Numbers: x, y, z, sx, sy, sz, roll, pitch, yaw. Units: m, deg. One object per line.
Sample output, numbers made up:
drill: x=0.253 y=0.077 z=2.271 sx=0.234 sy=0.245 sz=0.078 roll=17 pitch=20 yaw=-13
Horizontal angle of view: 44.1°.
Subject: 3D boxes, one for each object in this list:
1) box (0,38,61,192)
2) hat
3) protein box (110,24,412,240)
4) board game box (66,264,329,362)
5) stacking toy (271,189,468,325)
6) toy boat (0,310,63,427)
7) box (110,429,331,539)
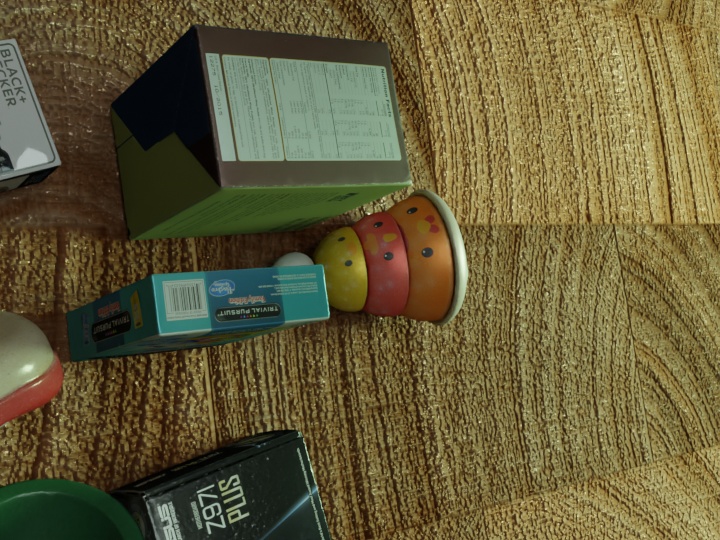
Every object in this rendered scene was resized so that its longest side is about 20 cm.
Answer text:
box: x=-0.359 y=-0.108 z=0.714 sx=0.199 sy=0.060 sz=0.118 roll=-21 pitch=93 yaw=-38
hat: x=-0.269 y=0.300 z=0.714 sx=0.164 sy=0.178 sz=0.201 roll=20 pitch=34 yaw=0
protein box: x=-0.095 y=-0.118 z=0.823 sx=0.198 sy=0.198 sz=0.137 roll=-5 pitch=83 yaw=-37
board game box: x=-0.143 y=0.039 z=0.753 sx=0.149 sy=0.199 sz=0.048 roll=-3 pitch=82 yaw=-36
stacking toy: x=0.000 y=0.000 z=0.931 sx=0.197 sy=0.146 sz=0.148 roll=-10 pitch=86 yaw=-21
toy boat: x=-0.317 y=0.122 z=0.674 sx=0.199 sy=0.130 sz=0.132 roll=-38 pitch=132 yaw=-35
box: x=-0.112 y=0.265 z=0.798 sx=0.162 sy=0.086 sz=0.203 roll=-14 pitch=89 yaw=-37
